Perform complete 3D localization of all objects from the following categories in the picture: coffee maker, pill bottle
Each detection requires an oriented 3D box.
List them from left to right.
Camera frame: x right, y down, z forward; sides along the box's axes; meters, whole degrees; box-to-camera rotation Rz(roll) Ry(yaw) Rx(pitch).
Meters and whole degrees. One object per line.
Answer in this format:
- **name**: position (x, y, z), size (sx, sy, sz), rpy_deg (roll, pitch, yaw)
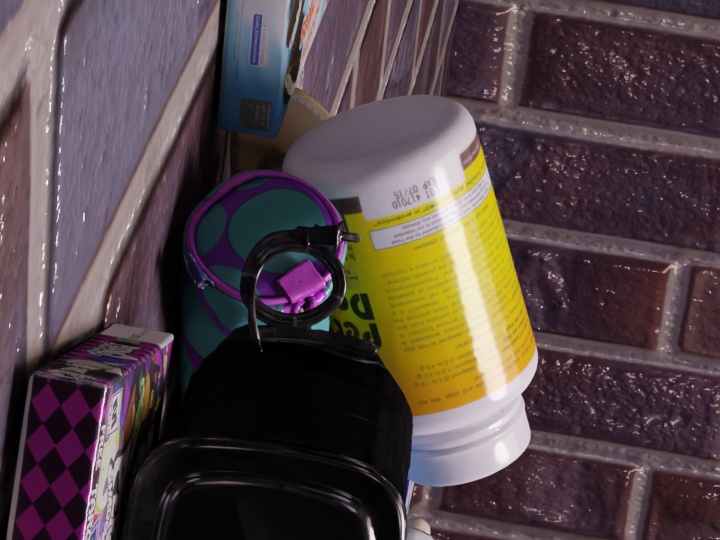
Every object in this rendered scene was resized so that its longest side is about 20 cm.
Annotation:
- **coffee maker**: position (-0.043, 0.094, 1.118), size (0.200, 0.134, 0.193), rpy_deg (-80, 155, -81)
- **pill bottle**: position (0.033, 0.013, 1.390), size (0.109, 0.109, 0.201), rpy_deg (-72, 147, -64)

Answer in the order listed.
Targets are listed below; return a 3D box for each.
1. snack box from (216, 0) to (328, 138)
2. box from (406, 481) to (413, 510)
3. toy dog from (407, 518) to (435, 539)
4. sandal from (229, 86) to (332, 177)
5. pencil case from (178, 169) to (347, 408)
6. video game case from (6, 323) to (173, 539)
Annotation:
- **snack box**: position (-0.042, -0.172, 1.432), size (0.200, 0.037, 0.117), rpy_deg (-74, 172, -58)
- **box**: position (0.002, 0.117, 2.137), size (0.200, 0.104, 0.185), rpy_deg (-72, 170, -59)
- **toy dog**: position (-0.016, 0.190, 1.526), size (0.132, 0.199, 0.097), rpy_deg (55, 37, -33)
- **sandal**: position (-0.032, 0.003, 1.433), size (0.070, 0.077, 0.213), rpy_deg (-66, 148, -74)
- **pencil case**: position (-0.055, 0.041, 1.357), size (0.200, 0.085, 0.093), rpy_deg (95, -27, -52)
- **video game case**: position (-0.120, 0.131, 1.064), size (0.181, 0.036, 0.201), rpy_deg (-49, 147, -84)
